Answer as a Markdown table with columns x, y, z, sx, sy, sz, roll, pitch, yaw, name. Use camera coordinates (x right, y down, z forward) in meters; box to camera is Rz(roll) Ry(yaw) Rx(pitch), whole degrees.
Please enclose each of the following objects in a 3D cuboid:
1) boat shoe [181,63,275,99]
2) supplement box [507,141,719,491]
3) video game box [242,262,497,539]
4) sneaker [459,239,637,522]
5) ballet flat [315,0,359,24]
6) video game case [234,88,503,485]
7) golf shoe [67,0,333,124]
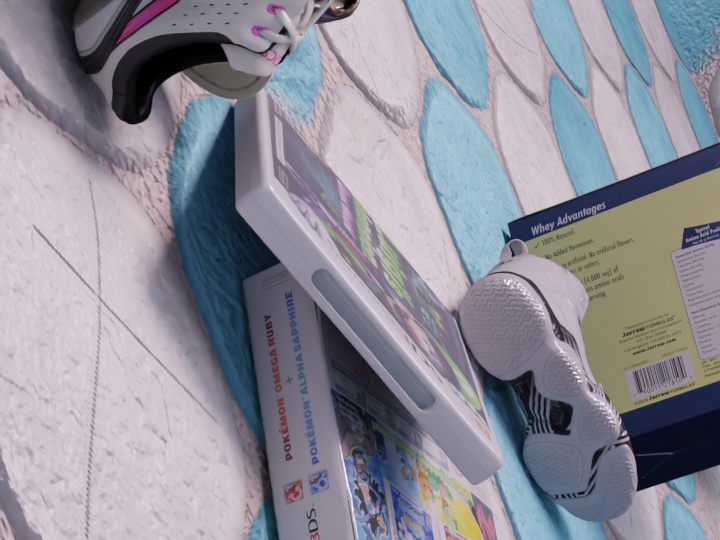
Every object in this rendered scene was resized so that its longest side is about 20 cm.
| x | y | z | sx | sy | sz | roll | pitch | yaw | name |
| --- | --- | --- | --- | --- | --- | --- | --- | --- | --- |
| -0.095 | -0.180 | 0.897 | 0.200 | 0.074 | 0.066 | 54 | 23 | -2 | boat shoe |
| 0.244 | 0.039 | 1.382 | 0.134 | 0.199 | 0.201 | 36 | 38 | -57 | supplement box |
| 0.015 | 0.113 | 0.929 | 0.200 | 0.047 | 0.183 | 42 | 29 | -52 | video game box |
| 0.141 | 0.072 | 1.260 | 0.201 | 0.075 | 0.115 | 60 | 24 | -15 | sneaker |
| -0.052 | -0.233 | 1.058 | 0.069 | 0.071 | 0.201 | -45 | 121 | -26 | ballet flat |
| 0.000 | 0.000 | 0.917 | 0.182 | 0.023 | 0.200 | 50 | 8 | -17 | video game case |
| -0.037 | -0.133 | 0.813 | 0.073 | 0.199 | 0.093 | 23 | 48 | -69 | golf shoe |
